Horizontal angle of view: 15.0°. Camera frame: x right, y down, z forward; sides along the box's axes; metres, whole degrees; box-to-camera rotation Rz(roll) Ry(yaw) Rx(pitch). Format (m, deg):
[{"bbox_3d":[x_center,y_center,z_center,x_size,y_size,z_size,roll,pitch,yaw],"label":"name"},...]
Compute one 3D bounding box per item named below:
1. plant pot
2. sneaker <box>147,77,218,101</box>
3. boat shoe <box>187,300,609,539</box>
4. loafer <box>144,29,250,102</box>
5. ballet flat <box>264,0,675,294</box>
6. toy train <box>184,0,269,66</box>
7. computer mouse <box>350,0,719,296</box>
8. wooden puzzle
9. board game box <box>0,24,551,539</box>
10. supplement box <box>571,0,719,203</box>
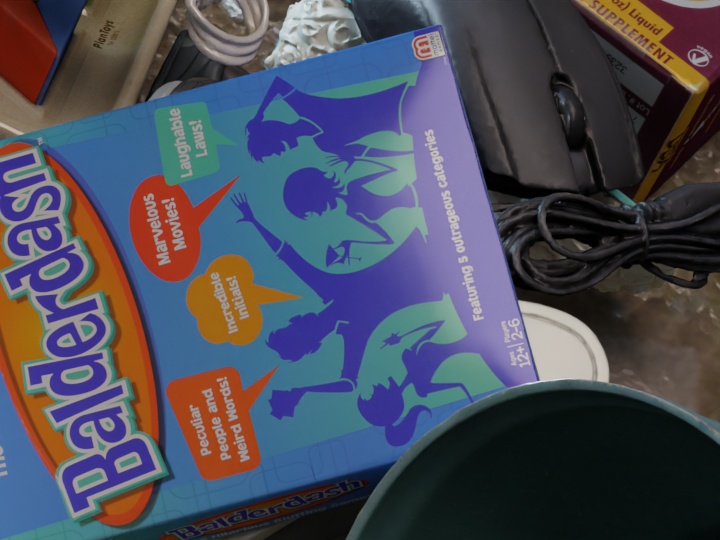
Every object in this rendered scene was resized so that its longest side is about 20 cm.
[{"bbox_3d":[0.102,0.142,0.898,0.134,0.200,0.201,11,43,-50],"label":"plant pot"},{"bbox_3d":[0.000,0.000,1.028,0.200,0.095,0.079,49,46,-15],"label":"sneaker"},{"bbox_3d":[-0.006,0.066,0.991,0.199,0.062,0.073,-21,73,-5],"label":"boat shoe"},{"bbox_3d":[-0.071,-0.012,1.070,0.072,0.073,0.201,26,49,-6],"label":"loafer"},{"bbox_3d":[0.039,-0.039,1.149,0.200,0.072,0.072,37,49,13],"label":"ballet flat"},{"bbox_3d":[-0.135,-0.113,0.994,0.199,0.056,0.151,-10,83,-39],"label":"toy train"},{"bbox_3d":[0.071,-0.077,1.099,0.138,0.053,0.200,-7,47,-39],"label":"computer mouse"},{"bbox_3d":[-0.173,-0.133,1.112,0.199,0.046,0.186,20,33,-4],"label":"wooden puzzle"},{"bbox_3d":[-0.047,0.013,0.953,0.199,0.045,0.153,-15,71,0],"label":"board game box"},{"bbox_3d":[0.144,-0.130,1.239,0.110,0.086,0.200,39,49,12],"label":"supplement box"}]
